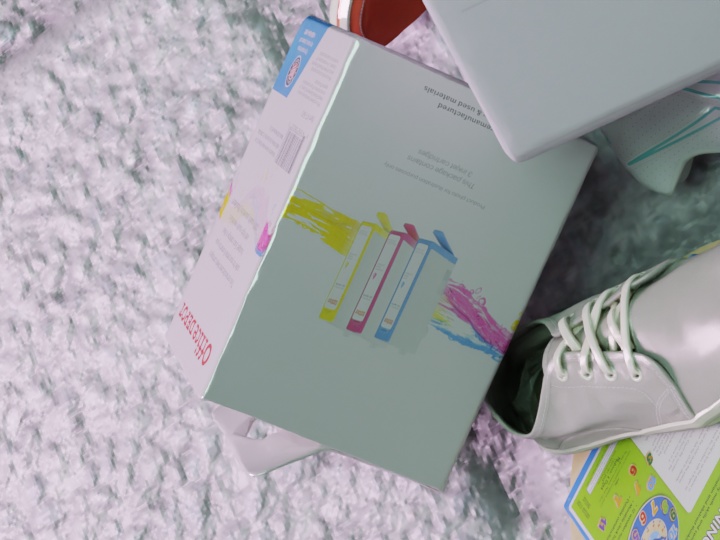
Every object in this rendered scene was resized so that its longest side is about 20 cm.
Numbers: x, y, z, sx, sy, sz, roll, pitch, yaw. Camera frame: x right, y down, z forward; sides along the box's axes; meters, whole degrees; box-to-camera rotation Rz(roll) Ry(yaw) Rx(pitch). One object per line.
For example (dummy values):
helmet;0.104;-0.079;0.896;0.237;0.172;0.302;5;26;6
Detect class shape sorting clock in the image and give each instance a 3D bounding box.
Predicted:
shape sorting clock;0.155;0.084;0.913;0.200;0.039;0.200;-42;40;49

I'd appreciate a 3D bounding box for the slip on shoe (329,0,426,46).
slip on shoe;0.063;-0.178;1.036;0.200;0.074;0.061;-43;66;13

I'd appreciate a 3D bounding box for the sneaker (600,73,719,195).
sneaker;0.199;-0.100;0.950;0.200;0.070;0.080;-24;93;22

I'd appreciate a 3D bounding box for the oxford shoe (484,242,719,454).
oxford shoe;0.117;0.034;0.908;0.200;0.058;0.075;-31;47;54

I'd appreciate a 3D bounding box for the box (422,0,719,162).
box;0.118;-0.187;0.885;0.199;0.200;0.171;-24;110;18

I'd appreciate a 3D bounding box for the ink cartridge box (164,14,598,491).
ink cartridge box;0.000;0.000;0.982;0.200;0.125;0.129;-66;15;6
